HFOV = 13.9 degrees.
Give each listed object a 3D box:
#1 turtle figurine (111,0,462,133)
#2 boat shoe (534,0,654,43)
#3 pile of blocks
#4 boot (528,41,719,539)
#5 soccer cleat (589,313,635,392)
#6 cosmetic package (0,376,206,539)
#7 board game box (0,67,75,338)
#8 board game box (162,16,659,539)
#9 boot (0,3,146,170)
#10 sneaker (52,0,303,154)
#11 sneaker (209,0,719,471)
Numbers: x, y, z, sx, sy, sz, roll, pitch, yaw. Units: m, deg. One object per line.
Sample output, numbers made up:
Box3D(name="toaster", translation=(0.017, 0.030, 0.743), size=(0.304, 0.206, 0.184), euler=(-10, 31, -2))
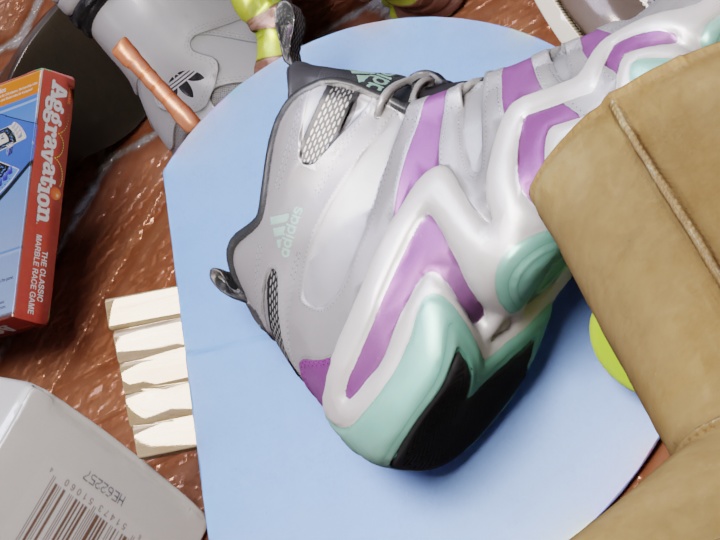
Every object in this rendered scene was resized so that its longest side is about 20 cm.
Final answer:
Box3D(name="turtle figurine", translation=(-0.029, -0.145, 1.104), size=(0.064, 0.161, 0.200), euler=(-25, 76, 40))
Box3D(name="boat shoe", translation=(0.089, -0.117, 0.993), size=(0.060, 0.072, 0.200), euler=(-50, 56, 29))
Box3D(name="pile of blocks", translation=(0.000, 0.000, 1.057), size=(0.200, 0.082, 0.062), euler=(-37, -10, 3))
Box3D(name="boot", translation=(0.081, 0.033, 0.794), size=(0.175, 0.066, 0.200), euler=(-22, 38, 2))
Box3D(name="soccer cleat", translation=(0.159, -0.023, 0.900), size=(0.200, 0.065, 0.084), euler=(-34, 12, 25))
Box3D(name="cosmetic package", translation=(-0.160, 0.085, 1.103), size=(0.200, 0.102, 0.074), euler=(8, 62, 50))
Box3D(name="board game box", translation=(-0.186, -0.013, 1.222), size=(0.200, 0.019, 0.103), euler=(-14, 67, 49))
Box3D(name="board game box", translation=(0.021, 0.015, 0.987), size=(0.158, 0.039, 0.200), euler=(-13, 71, 14))
Box3D(name="boot", translation=(-0.179, -0.077, 1.323), size=(0.187, 0.064, 0.200), euler=(-55, 31, -7))
Box3D(name="sneaker", translation=(-0.051, -0.100, 1.191), size=(0.075, 0.115, 0.200), euler=(-32, 3, 22))
Box3D(name="sneaker", translation=(0.029, -0.051, 0.936), size=(0.200, 0.078, 0.140), euler=(-48, 65, 4))
